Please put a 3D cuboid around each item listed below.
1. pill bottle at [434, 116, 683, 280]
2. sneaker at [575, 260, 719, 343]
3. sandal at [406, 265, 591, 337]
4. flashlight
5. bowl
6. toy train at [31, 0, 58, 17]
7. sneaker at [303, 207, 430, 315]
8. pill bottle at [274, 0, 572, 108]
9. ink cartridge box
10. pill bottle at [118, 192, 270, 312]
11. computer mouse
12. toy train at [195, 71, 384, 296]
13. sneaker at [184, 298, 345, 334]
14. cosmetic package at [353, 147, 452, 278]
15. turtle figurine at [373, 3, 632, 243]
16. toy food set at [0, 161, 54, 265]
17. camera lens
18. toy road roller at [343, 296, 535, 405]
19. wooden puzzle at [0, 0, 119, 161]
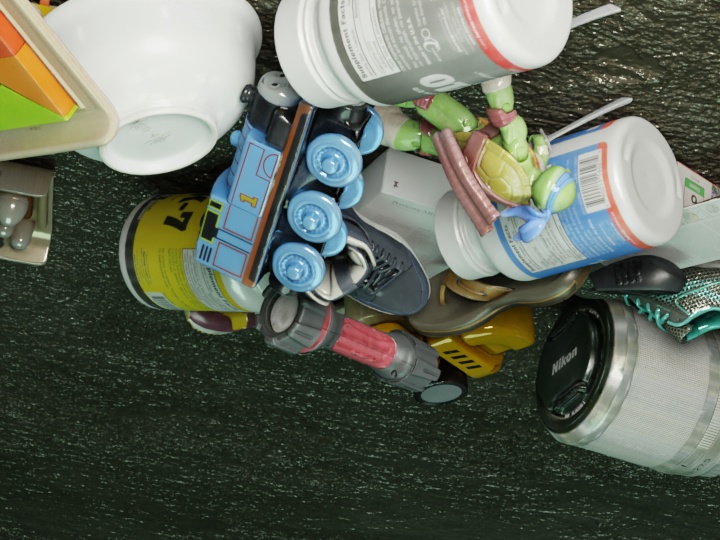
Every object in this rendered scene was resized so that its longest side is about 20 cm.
[{"bbox_3d":[0.166,-0.054,1.660,0.199,0.113,0.112,-15,149,38],"label":"pill bottle"},{"bbox_3d":[0.295,0.025,1.853,0.199,0.092,0.078,-1,156,21],"label":"sneaker"},{"bbox_3d":[0.119,0.007,1.765,0.199,0.082,0.055,-13,134,42],"label":"sandal"},{"bbox_3d":[-0.006,0.064,1.776,0.068,0.068,0.199,-31,141,33],"label":"flashlight"},{"bbox_3d":[-0.167,-0.138,1.538,0.200,0.091,0.201,-12,155,-6],"label":"bowl"},{"bbox_3d":[-0.306,-0.209,1.551,0.150,0.056,0.200,24,150,-32],"label":"toy train"},{"bbox_3d":[-0.002,0.001,1.699,0.077,0.146,0.202,-43,120,11],"label":"sneaker"},{"bbox_3d":[0.042,-0.183,1.401,0.199,0.115,0.114,-11,151,40],"label":"pill bottle"},{"bbox_3d":[0.287,-0.049,1.730,0.109,0.051,0.199,27,151,-38],"label":"ink cartridge box"},{"bbox_3d":[-0.124,-0.018,1.838,0.199,0.115,0.114,0,158,40],"label":"pill bottle"},{"bbox_3d":[0.212,0.005,1.793,0.199,0.034,0.058,-2,174,37],"label":"computer mouse"},{"bbox_3d":[-0.058,-0.071,1.548,0.114,0.087,0.201,24,125,6],"label":"toy train"},{"bbox_3d":[-0.088,0.021,1.980,0.199,0.075,0.090,-3,167,-42],"label":"sneaker"},{"bbox_3d":[0.082,-0.041,1.822,0.199,0.052,0.151,17,158,-19],"label":"cosmetic package"},{"bbox_3d":[0.107,-0.134,1.556,0.193,0.201,0.144,22,-173,20],"label":"turtle figurine"},{"bbox_3d":[-0.382,-0.058,1.935,0.143,0.061,0.200,10,158,-6],"label":"toy food set"},{"bbox_3d":[0.293,0.118,1.993,0.199,0.161,0.160,17,157,-22],"label":"camera lens"},{"bbox_3d":[0.084,0.038,1.937,0.145,0.124,0.200,-21,147,26],"label":"toy road roller"},{"bbox_3d":[-0.297,-0.165,1.472,0.184,0.037,0.200,-3,130,43],"label":"wooden puzzle"}]
